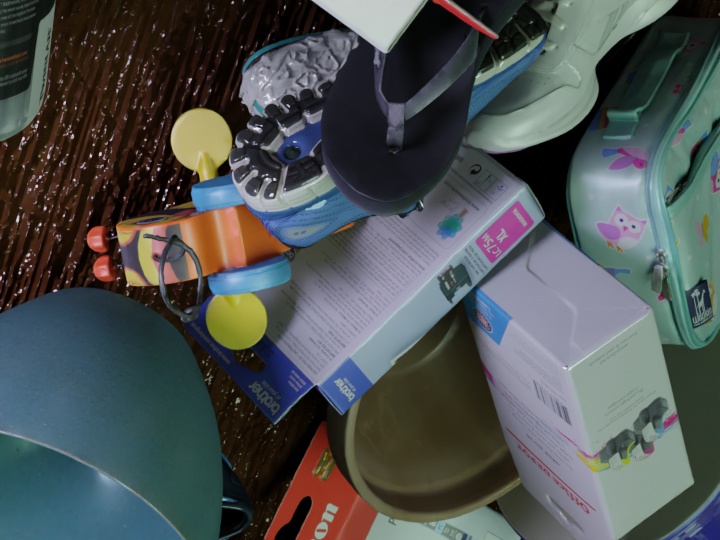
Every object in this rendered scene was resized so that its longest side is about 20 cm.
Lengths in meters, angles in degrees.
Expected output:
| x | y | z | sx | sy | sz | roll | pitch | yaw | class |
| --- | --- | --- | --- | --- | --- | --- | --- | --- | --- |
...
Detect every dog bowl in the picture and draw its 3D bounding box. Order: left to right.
| x | y | z | sx | sy | sz | roll | pitch | yaw | class |
| --- | --- | --- | --- | --- | --- | --- | --- | --- | --- |
| 0.186 | 0.115 | 1.715 | 0.200 | 0.200 | 0.079 | -48 | 134 | 1 | dog bowl |

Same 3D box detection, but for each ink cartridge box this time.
| x | y | z | sx | sy | sz | roll | pitch | yaw | class |
| --- | --- | --- | --- | --- | --- | --- | --- | --- | --- |
| -0.045 | -0.177 | 1.305 | 0.199 | 0.176 | 0.045 | 33 | 98 | -31 | ink cartridge box |
| 0.000 | 0.000 | 1.541 | 0.200 | 0.119 | 0.042 | -43 | 136 | -5 | ink cartridge box |
| 0.011 | 0.207 | 1.724 | 0.200 | 0.047 | 0.161 | 34 | 80 | -48 | ink cartridge box |
| 0.133 | 0.079 | 1.574 | 0.068 | 0.115 | 0.201 | -33 | 136 | -15 | ink cartridge box |

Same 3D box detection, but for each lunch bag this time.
| x | y | z | sx | sy | sz | roll | pitch | yaw | class |
| --- | --- | --- | --- | --- | --- | --- | --- | --- | --- |
| 0.197 | -0.058 | 1.623 | 0.200 | 0.077 | 0.161 | -58 | 144 | -44 | lunch bag |

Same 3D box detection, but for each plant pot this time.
| x | y | z | sx | sy | sz | roll | pitch | yaw | class |
| --- | --- | --- | --- | --- | --- | --- | --- | --- | --- |
| -0.159 | 0.090 | 1.454 | 0.201 | 0.199 | 0.135 | 62 | 38 | -45 | plant pot |
| 0.050 | 0.050 | 1.638 | 0.200 | 0.093 | 0.202 | -21 | 131 | -27 | plant pot |

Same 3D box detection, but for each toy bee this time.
| x | y | z | sx | sy | sz | roll | pitch | yaw | class |
| --- | --- | --- | --- | --- | --- | --- | --- | --- | --- |
| -0.095 | -0.026 | 1.476 | 0.200 | 0.108 | 0.132 | 14 | 75 | -58 | toy bee |

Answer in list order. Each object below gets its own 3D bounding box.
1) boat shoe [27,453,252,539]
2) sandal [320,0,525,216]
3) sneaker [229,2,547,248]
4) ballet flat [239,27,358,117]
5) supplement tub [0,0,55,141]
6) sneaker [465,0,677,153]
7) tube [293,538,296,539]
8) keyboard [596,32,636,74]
| x | y | z | sx | sy | sz | roll | pitch | yaw | class |
| --- | --- | --- | --- | --- | --- | --- | --- | --- | --- |
| -0.156 | 0.155 | 1.566 | 0.199 | 0.069 | 0.085 | -24 | 132 | -23 | boat shoe |
| 0.036 | -0.122 | 1.385 | 0.043 | 0.076 | 0.201 | 82 | 32 | -66 | sandal |
| 0.019 | -0.084 | 1.448 | 0.199 | 0.079 | 0.089 | -34 | 147 | -10 | sneaker |
| 0.024 | -0.118 | 1.514 | 0.199 | 0.072 | 0.072 | -23 | 132 | -22 | ballet flat |
| -0.202 | -0.170 | 1.255 | 0.122 | 0.122 | 0.201 | -11 | 127 | -33 | supplement tub |
| 0.112 | -0.152 | 1.511 | 0.200 | 0.075 | 0.100 | -52 | 132 | -28 | sneaker |
| -0.035 | 0.266 | 1.764 | 0.077 | 0.050 | 0.201 | -41 | 133 | -20 | tube |
| 0.139 | -0.161 | 1.596 | 0.104 | 0.040 | 0.201 | 29 | 101 | -46 | keyboard |
